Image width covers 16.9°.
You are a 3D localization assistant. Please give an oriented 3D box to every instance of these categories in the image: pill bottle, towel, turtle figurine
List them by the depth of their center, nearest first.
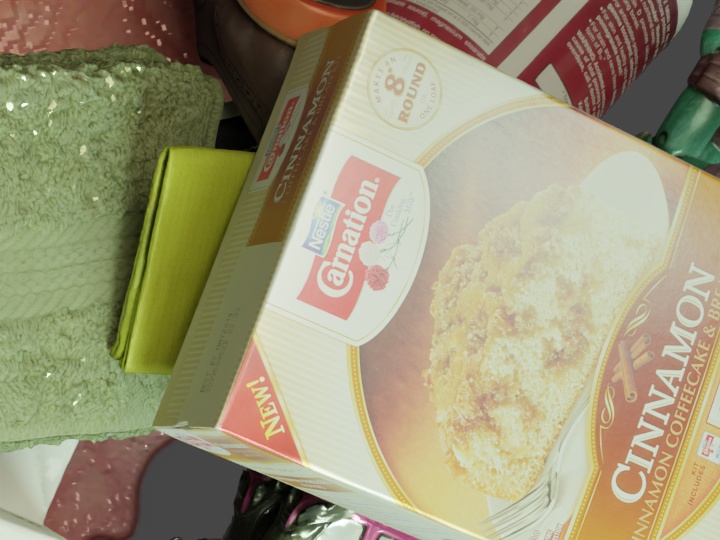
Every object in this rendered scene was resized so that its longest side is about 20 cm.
[{"bbox_3d":[-0.126,-0.005,0.850,0.200,0.036,0.148,-6,98,-45],"label":"towel"},{"bbox_3d":[0.000,0.000,0.912,0.200,0.018,0.086,4,104,-38],"label":"towel"},{"bbox_3d":[0.134,-0.020,1.006,0.101,0.150,0.200,26,68,3],"label":"turtle figurine"},{"bbox_3d":[0.070,-0.110,1.014,0.110,0.110,0.200,45,66,-5],"label":"pill bottle"}]

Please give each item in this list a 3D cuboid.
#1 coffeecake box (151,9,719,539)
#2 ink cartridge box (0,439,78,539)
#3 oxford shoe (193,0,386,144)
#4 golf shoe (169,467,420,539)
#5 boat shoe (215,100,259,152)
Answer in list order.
[{"bbox_3d":[0.050,0.021,0.853,0.200,0.073,0.154,24,78,-19],"label":"coffeecake box"},{"bbox_3d":[-0.182,0.128,0.864,0.116,0.067,0.200,23,84,-14],"label":"ink cartridge box"},{"bbox_3d":[-0.049,-0.118,0.960,0.071,0.200,0.073,11,118,-21],"label":"oxford shoe"},{"bbox_3d":[-0.016,0.117,0.959,0.200,0.073,0.092,-41,122,-25],"label":"golf shoe"},{"bbox_3d":[-0.117,-0.007,0.939,0.199,0.075,0.066,-24,89,-23],"label":"boat shoe"}]
